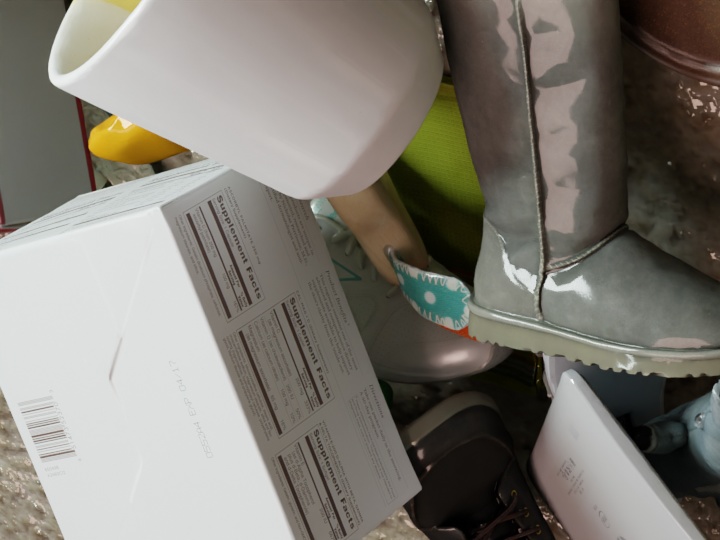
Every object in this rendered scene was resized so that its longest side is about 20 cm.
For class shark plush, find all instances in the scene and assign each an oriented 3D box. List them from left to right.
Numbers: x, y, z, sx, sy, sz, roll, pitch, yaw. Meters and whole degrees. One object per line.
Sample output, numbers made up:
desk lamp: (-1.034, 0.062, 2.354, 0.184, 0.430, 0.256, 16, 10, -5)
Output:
shark plush: (0.170, 0.093, 1.346, 0.083, 0.200, 0.091, 1, 89, 0)

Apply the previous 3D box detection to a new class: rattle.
rattle: (-0.034, -0.021, 1.420, 0.200, 0.143, 0.130, 62, 170, -1)

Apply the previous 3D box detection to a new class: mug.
mug: (-0.037, -0.126, 1.295, 0.153, 0.187, 0.149, 33, 156, -19)

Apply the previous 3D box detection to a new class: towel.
towel: (0.053, -0.020, 1.484, 0.086, 0.018, 0.201, 12, 131, 28)

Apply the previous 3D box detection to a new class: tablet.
tablet: (0.134, 0.129, 1.406, 0.130, 0.014, 0.200, 53, 168, 14)

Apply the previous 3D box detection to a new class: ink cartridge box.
ink cartridge box: (-0.258, -0.086, 1.571, 0.200, 0.083, 0.146, -8, 93, 41)

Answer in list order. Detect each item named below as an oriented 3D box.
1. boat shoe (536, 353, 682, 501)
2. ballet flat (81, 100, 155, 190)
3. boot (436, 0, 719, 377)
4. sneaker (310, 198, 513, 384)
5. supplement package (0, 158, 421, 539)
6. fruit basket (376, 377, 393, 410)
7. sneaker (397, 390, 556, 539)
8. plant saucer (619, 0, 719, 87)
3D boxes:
boat shoe: (0.132, 0.052, 1.447, 0.073, 0.068, 0.200, -23, 133, -2)
ballet flat: (-0.144, -0.029, 1.589, 0.200, 0.072, 0.072, 50, 138, -10)
boot: (0.119, -0.056, 1.299, 0.181, 0.073, 0.201, 7, 107, 23)
sneaker: (0.000, 0.000, 1.485, 0.200, 0.070, 0.080, 24, 134, 34)
supplement package: (-0.089, 0.055, 1.388, 0.155, 0.111, 0.201, -13, 103, 39)
fruit basket: (-0.035, 0.090, 1.566, 0.185, 0.094, 0.200, 16, 178, 27)
sneaker: (0.076, 0.140, 1.477, 0.106, 0.075, 0.200, 54, 179, 26)
plant saucer: (0.168, -0.162, 1.265, 0.200, 0.032, 0.201, 21, 135, 23)
